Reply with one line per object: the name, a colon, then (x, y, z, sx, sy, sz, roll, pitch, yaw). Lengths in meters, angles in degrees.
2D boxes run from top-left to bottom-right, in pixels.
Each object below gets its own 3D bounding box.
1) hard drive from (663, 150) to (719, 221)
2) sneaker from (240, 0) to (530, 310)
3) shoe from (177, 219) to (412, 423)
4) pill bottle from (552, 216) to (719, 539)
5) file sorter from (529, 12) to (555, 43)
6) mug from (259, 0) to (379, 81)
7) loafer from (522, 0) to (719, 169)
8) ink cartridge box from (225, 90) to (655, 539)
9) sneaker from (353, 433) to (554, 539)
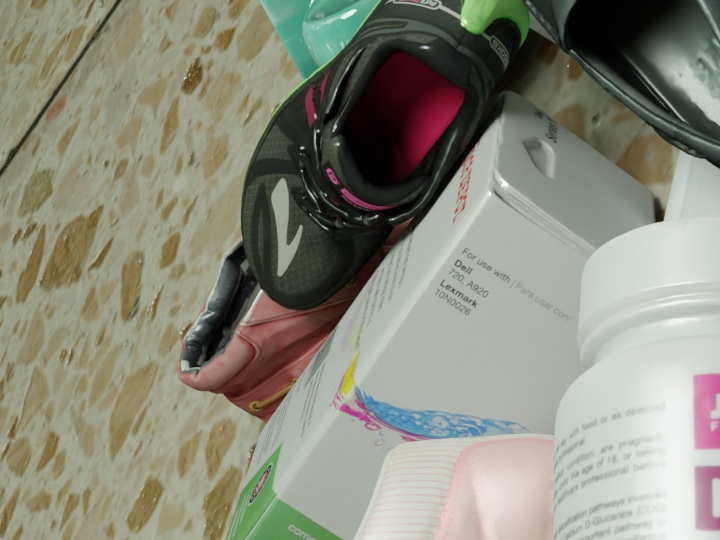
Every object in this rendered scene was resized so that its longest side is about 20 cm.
hard drive: (0.189, -0.033, 0.872, 0.200, 0.027, 0.132, -13, 58, 56)
sneaker: (-0.003, -0.050, 0.986, 0.200, 0.077, 0.084, -57, 3, 41)
shoe: (0.000, 0.000, 1.088, 0.200, 0.091, 0.072, -49, 33, 27)
pill bottle: (0.121, 0.091, 0.783, 0.113, 0.113, 0.200, -28, 51, 47)
file sorter: (0.096, -0.212, 1.048, 0.125, 0.139, 0.200, -44, 35, 28)
mug: (0.013, -0.135, 1.113, 0.114, 0.152, 0.185, -29, 50, 1)
loafer: (0.098, -0.112, 0.890, 0.201, 0.070, 0.068, 48, 117, 21)
ink cartridge box: (0.035, 0.042, 0.959, 0.200, 0.084, 0.145, -55, 7, 19)
sneaker: (0.036, 0.157, 0.862, 0.075, 0.104, 0.201, 56, -141, -80)
